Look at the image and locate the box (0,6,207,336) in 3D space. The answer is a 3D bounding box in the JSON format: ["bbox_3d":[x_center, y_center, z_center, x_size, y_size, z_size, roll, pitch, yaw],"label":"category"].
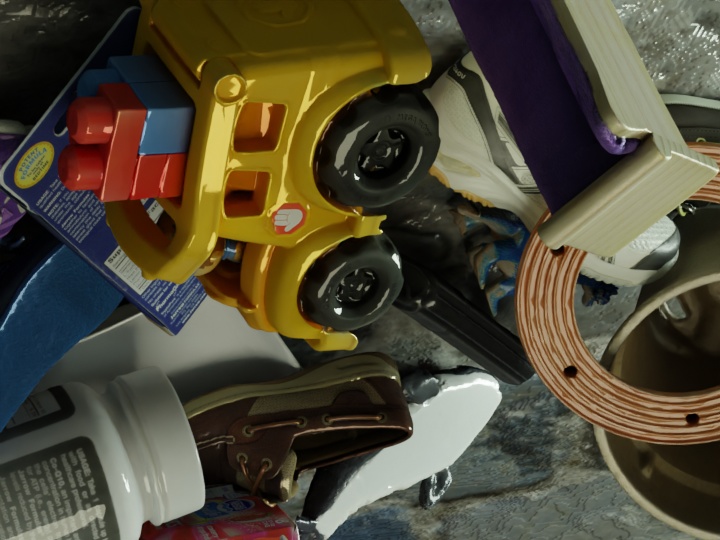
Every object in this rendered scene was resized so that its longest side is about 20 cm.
[{"bbox_3d":[-0.121,-0.057,1.164,0.121,0.032,0.200,-52,146,-7],"label":"box"}]

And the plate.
[{"bbox_3d":[-0.142,0.076,1.386,0.199,0.032,0.200,-23,146,5],"label":"plate"}]

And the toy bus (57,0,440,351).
[{"bbox_3d":[-0.074,-0.053,1.098,0.191,0.136,0.201,-10,130,-30],"label":"toy bus"}]

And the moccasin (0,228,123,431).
[{"bbox_3d":[-0.205,0.019,1.228,0.200,0.068,0.080,-46,139,4],"label":"moccasin"}]

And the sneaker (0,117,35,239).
[{"bbox_3d":[-0.232,-0.008,1.178,0.080,0.084,0.200,16,131,-42],"label":"sneaker"}]

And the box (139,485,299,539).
[{"bbox_3d":[-0.102,0.210,1.447,0.099,0.096,0.200,-10,-174,-12],"label":"box"}]

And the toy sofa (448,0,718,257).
[{"bbox_3d":[0.095,-0.113,1.092,0.083,0.201,0.097,-39,148,28],"label":"toy sofa"}]

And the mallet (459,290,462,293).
[{"bbox_3d":[0.000,0.000,1.352,0.066,0.041,0.200,-31,148,15],"label":"mallet"}]

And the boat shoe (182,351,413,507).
[{"bbox_3d":[-0.061,0.119,1.396,0.199,0.072,0.072,-17,147,-7],"label":"boat shoe"}]

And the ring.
[{"bbox_3d":[0.191,0.014,1.244,0.199,0.019,0.202,1,118,1],"label":"ring"}]

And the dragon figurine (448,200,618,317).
[{"bbox_3d":[0.115,-0.026,1.347,0.099,0.059,0.200,-24,150,3],"label":"dragon figurine"}]

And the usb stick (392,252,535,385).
[{"bbox_3d":[0.063,0.033,1.375,0.033,0.055,0.200,-59,150,-2],"label":"usb stick"}]

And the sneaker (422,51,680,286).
[{"bbox_3d":[0.126,-0.063,1.253,0.199,0.076,0.088,28,119,-24],"label":"sneaker"}]

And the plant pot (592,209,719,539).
[{"bbox_3d":[0.255,0.045,1.373,0.199,0.184,0.202,4,118,7],"label":"plant pot"}]

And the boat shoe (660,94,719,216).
[{"bbox_3d":[0.217,-0.069,1.337,0.200,0.061,0.072,-5,144,-20],"label":"boat shoe"}]

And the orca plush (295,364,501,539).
[{"bbox_3d":[0.009,0.129,1.483,0.200,0.071,0.105,-49,130,-19],"label":"orca plush"}]

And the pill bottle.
[{"bbox_3d":[-0.204,0.138,1.300,0.199,0.114,0.114,-19,147,-17],"label":"pill bottle"}]
